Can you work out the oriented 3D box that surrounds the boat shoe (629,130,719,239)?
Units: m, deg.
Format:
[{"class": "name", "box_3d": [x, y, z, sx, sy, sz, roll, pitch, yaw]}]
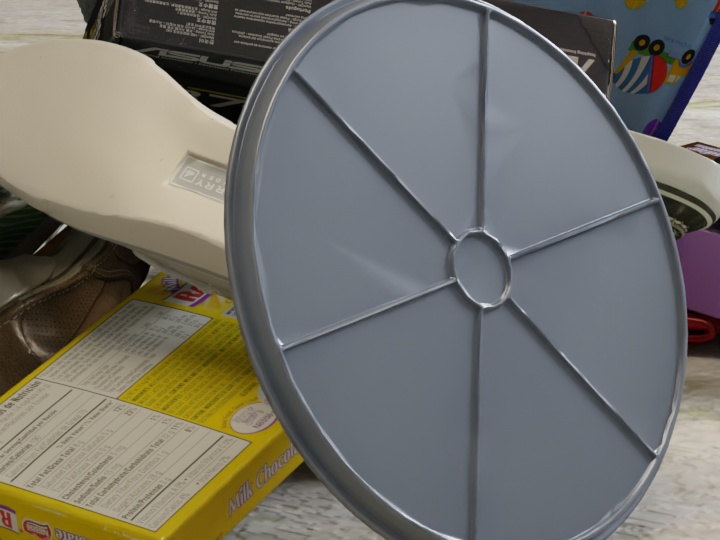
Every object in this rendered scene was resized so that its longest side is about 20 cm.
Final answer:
[{"class": "boat shoe", "box_3d": [0.046, -0.021, 1.077, 0.200, 0.064, 0.071, 3, -19, 15]}]

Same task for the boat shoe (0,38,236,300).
[{"class": "boat shoe", "box_3d": [-0.056, -0.025, 0.977, 0.200, 0.069, 0.072, 17, 62, 25]}]

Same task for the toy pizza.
[{"class": "toy pizza", "box_3d": [0.031, 0.003, 0.894, 0.200, 0.201, 0.032, -14, -5, -42]}]

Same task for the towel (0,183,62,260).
[{"class": "towel", "box_3d": [-0.167, 0.007, 1.059, 0.153, 0.023, 0.200, -42, 1, 21]}]

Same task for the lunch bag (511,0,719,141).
[{"class": "lunch bag", "box_3d": [0.101, -0.149, 1.218, 0.150, 0.200, 0.094, 18, 34, -22]}]

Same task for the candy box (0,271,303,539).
[{"class": "candy box", "box_3d": [-0.056, 0.041, 0.958, 0.102, 0.026, 0.200, 13, 33, 29]}]

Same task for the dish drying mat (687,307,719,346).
[{"class": "dish drying mat", "box_3d": [0.143, 0.003, 1.228, 0.077, 0.018, 0.200, 4, 15, 17]}]

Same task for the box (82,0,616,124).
[{"class": "box", "box_3d": [-0.011, -0.083, 1.113, 0.200, 0.049, 0.161, 9, -11, -11]}]

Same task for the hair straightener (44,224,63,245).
[{"class": "hair straightener", "box_3d": [-0.060, -0.023, 1.331, 0.200, 0.041, 0.077, -10, 15, -15]}]

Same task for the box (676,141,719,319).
[{"class": "box", "box_3d": [0.192, -0.008, 1.167, 0.200, 0.039, 0.137, 17, 21, 35]}]

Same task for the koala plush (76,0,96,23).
[{"class": "koala plush", "box_3d": [-0.055, -0.127, 1.501, 0.200, 0.178, 0.184, -5, 26, -17]}]

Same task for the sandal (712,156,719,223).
[{"class": "sandal", "box_3d": [0.214, -0.048, 1.181, 0.200, 0.045, 0.075, -27, 28, -37]}]

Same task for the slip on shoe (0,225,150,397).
[{"class": "slip on shoe", "box_3d": [-0.117, 0.022, 1.096, 0.061, 0.076, 0.200, 40, 11, 4]}]
